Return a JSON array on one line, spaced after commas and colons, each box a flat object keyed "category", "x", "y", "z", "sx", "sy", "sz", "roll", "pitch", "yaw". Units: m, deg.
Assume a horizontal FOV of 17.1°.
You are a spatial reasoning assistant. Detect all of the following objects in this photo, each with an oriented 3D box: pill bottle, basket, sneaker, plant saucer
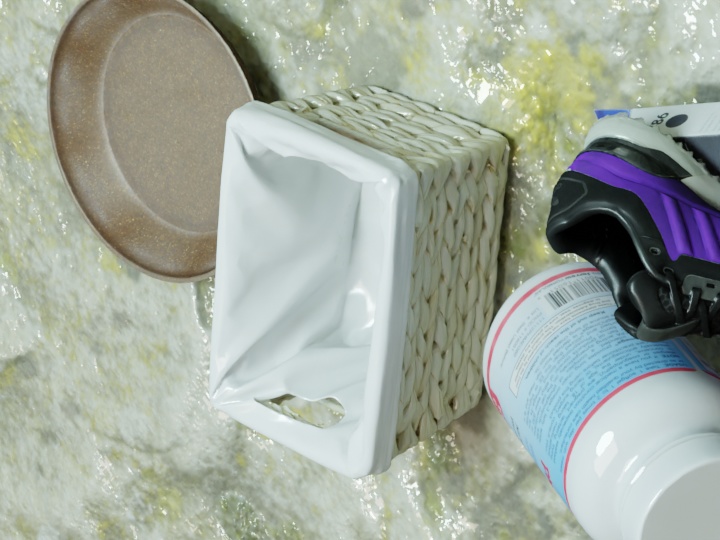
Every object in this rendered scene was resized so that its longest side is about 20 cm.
[{"category": "pill bottle", "x": 0.147, "y": 0.085, "z": 1.297, "sx": 0.200, "sy": 0.108, "sz": 0.110, "roll": -124, "pitch": 36, "yaw": -57}, {"category": "basket", "x": 0.000, "y": 0.000, "z": 1.441, "sx": 0.135, "sy": 0.123, "sz": 0.202, "roll": 23, "pitch": 119, "yaw": 34}, {"category": "sneaker", "x": 0.181, "y": 0.009, "z": 1.237, "sx": 0.199, "sy": 0.100, "sz": 0.070, "roll": 31, "pitch": 144, "yaw": 13}, {"category": "plant saucer", "x": -0.126, "y": -0.093, "z": 1.578, "sx": 0.199, "sy": 0.037, "sz": 0.202, "roll": 16, "pitch": 116, "yaw": 36}]

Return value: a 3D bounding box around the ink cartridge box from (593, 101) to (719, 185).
[{"category": "ink cartridge box", "x": 0.212, "y": -0.041, "z": 1.276, "sx": 0.199, "sy": 0.039, "sz": 0.100, "roll": -1, "pitch": 126, "yaw": 43}]
